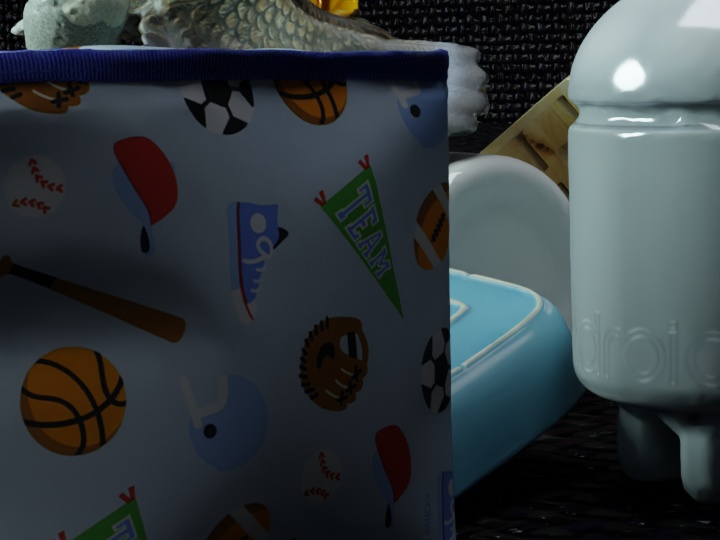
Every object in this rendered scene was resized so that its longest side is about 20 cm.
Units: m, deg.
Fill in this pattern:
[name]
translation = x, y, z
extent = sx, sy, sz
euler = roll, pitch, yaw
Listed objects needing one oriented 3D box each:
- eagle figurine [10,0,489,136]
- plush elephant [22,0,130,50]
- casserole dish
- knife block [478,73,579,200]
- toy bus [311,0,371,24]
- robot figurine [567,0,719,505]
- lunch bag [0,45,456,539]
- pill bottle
[eagle figurine]
translation = -0.041, -0.114, 0.912
extent = 0.152, 0.200, 0.151
euler = -46, 7, -38
[plush elephant]
translation = -0.143, 0.006, 0.823
extent = 0.164, 0.201, 0.155
euler = -17, 30, -6
[casserole dish]
translation = 0.001, 0.042, 0.738
extent = 0.121, 0.039, 0.200
euler = 14, 26, 33
[knife block]
translation = 0.149, -0.090, 0.996
extent = 0.200, 0.064, 0.176
euler = -41, -3, 17
[toy bus]
translation = -0.048, -0.088, 1.367
extent = 0.135, 0.201, 0.192
euler = 0, 0, 7
[robot figurine]
translation = 0.131, -0.021, 0.722
extent = 0.112, 0.201, 0.169
euler = -6, 7, -30
[lunch bag]
translation = -0.077, 0.023, 0.540
extent = 0.123, 0.171, 0.199
euler = 0, 6, 43
[pill bottle]
translation = 0.000, 0.000, 0.937
extent = 0.114, 0.115, 0.200
euler = -7, 9, -37
